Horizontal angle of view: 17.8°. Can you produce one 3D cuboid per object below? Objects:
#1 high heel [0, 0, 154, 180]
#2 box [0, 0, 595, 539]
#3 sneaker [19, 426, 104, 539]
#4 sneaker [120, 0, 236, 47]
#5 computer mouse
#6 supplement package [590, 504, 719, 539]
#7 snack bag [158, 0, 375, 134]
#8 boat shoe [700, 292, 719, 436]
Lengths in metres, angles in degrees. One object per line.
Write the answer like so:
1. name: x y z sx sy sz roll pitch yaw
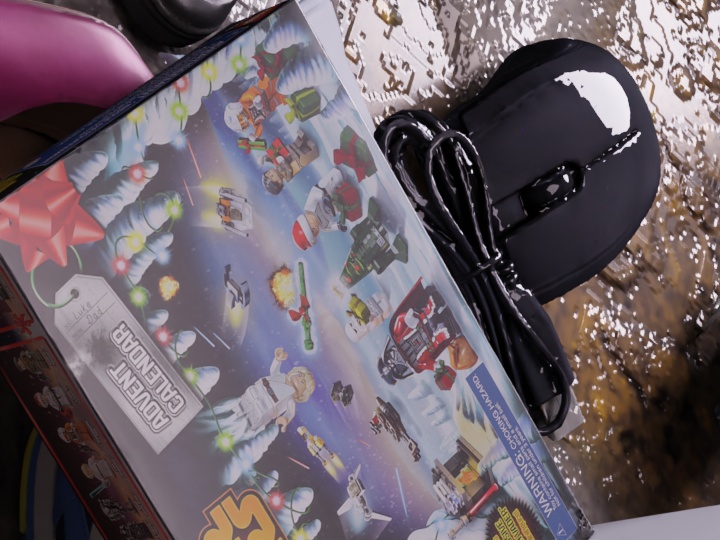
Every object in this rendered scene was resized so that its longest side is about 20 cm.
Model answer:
1. high heel: -0.084 -0.021 0.748 0.200 0.067 0.096 21 53 -45
2. box: -0.024 0.037 0.693 0.137 0.040 0.200 -40 106 -36
3. sneaker: -0.061 0.130 0.721 0.074 0.082 0.201 6 75 -47
4. sneaker: -0.026 -0.181 0.834 0.060 0.104 0.200 33 56 -36
5. computer mouse: 0.081 -0.034 0.912 0.139 0.053 0.200 64 30 -15
6. supplement package: 0.118 0.197 0.840 0.152 0.150 0.201 -12 88 -47
7. snack bag: 0.000 0.000 0.816 0.201 0.021 0.189 69 19 -9
8. boat shoe: 0.195 0.018 1.028 0.062 0.075 0.200 50 40 -1
